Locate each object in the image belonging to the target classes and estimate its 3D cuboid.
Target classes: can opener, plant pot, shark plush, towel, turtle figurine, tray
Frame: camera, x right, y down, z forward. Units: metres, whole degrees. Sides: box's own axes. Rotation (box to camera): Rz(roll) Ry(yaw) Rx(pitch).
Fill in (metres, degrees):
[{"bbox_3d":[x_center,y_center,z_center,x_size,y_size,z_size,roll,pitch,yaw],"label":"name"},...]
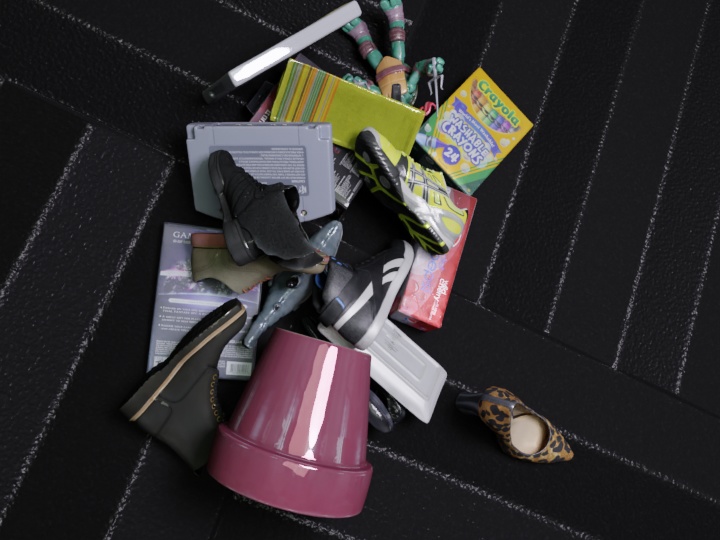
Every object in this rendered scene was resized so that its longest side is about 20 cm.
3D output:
[{"bbox_3d":[-0.007,0.131,0.881,0.063,0.079,0.202,-33,80,-9],"label":"can opener"},{"bbox_3d":[-0.068,0.174,0.775,0.196,0.200,0.183,16,83,-10],"label":"plant pot"},{"bbox_3d":[-0.099,0.013,0.862,0.199,0.083,0.091,-39,90,-20],"label":"shark plush"},{"bbox_3d":[-0.017,-0.206,0.854,0.196,0.018,0.087,18,118,-12],"label":"towel"},{"bbox_3d":[0.043,-0.291,0.946,0.147,0.101,0.204,-16,75,1],"label":"turtle figurine"},{"bbox_3d":[0.039,0.109,0.887,0.199,0.022,0.108,41,39,-4],"label":"tray"}]

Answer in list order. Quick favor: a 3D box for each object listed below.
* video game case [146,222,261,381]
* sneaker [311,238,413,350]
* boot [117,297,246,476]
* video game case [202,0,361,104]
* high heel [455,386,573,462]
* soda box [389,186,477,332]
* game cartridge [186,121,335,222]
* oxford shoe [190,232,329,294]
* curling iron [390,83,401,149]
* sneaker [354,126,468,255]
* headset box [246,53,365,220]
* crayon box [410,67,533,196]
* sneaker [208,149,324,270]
[{"bbox_3d":[-0.206,0.043,0.868,0.140,0.019,0.205,6,78,-13],"label":"video game case"},{"bbox_3d":[0.000,0.000,0.862,0.111,0.073,0.202,36,43,-11],"label":"sneaker"},{"bbox_3d":[-0.188,0.148,0.816,0.200,0.078,0.139,-43,104,4],"label":"boot"},{"bbox_3d":[-0.113,-0.293,0.869,0.198,0.181,0.023,-36,109,-17],"label":"video game case"},{"bbox_3d":[0.237,0.223,0.880,0.197,0.142,0.072,28,75,-7],"label":"high heel"},{"bbox_3d":[0.105,-0.018,0.933,0.069,0.063,0.204,21,76,-8],"label":"soda box"},{"bbox_3d":[-0.131,-0.129,0.854,0.195,0.041,0.136,3,109,9],"label":"game cartridge"},{"bbox_3d":[-0.132,-0.006,0.828,0.196,0.071,0.076,7,93,23],"label":"oxford shoe"},{"bbox_3d":[0.060,-0.167,0.910,0.049,0.026,0.203,-20,124,-13],"label":"curling iron"},{"bbox_3d":[0.068,-0.116,0.869,0.076,0.075,0.201,-46,108,-18],"label":"sneaker"},{"bbox_3d":[-0.068,-0.195,0.915,0.198,0.075,0.150,35,73,-6],"label":"headset box"},{"bbox_3d":[0.178,-0.219,0.993,0.126,0.052,0.200,44,73,-3],"label":"crayon box"},{"bbox_3d":[-0.118,-0.080,0.777,0.102,0.060,0.203,-22,61,8],"label":"sneaker"}]
